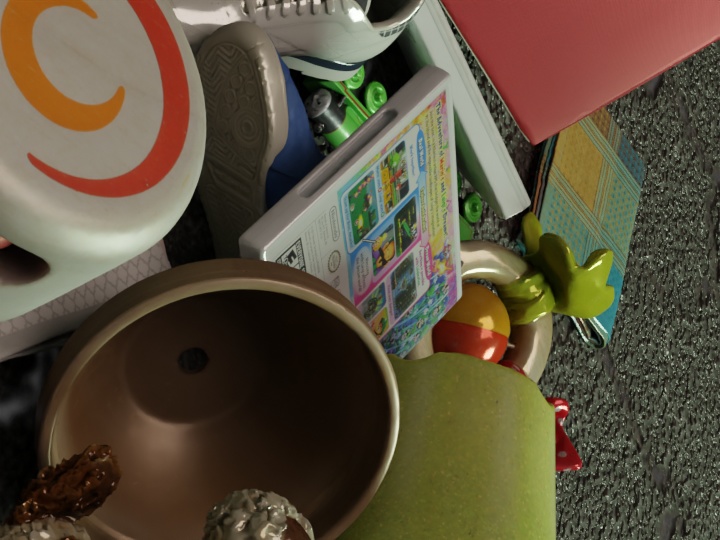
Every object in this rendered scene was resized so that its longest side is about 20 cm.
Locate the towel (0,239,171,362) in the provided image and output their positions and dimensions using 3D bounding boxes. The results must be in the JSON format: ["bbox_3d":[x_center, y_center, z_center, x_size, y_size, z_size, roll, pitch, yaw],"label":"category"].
[{"bbox_3d":[-0.183,-0.052,1.041,0.199,0.032,0.193,-20,98,-56],"label":"towel"}]

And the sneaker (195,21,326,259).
[{"bbox_3d":[-0.043,-0.064,1.188,0.111,0.076,0.202,-30,117,-49],"label":"sneaker"}]

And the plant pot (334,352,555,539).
[{"bbox_3d":[0.043,0.157,1.157,0.200,0.199,0.186,37,55,-44],"label":"plant pot"}]

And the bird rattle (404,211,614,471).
[{"bbox_3d":[0.090,0.054,1.364,0.162,0.113,0.202,18,94,-28],"label":"bird rattle"}]

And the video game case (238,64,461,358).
[{"bbox_3d":[0.000,0.000,1.180,0.182,0.024,0.201,-45,147,-31],"label":"video game case"}]

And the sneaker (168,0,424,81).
[{"bbox_3d":[-0.051,-0.168,1.193,0.199,0.080,0.077,-5,76,-44],"label":"sneaker"}]

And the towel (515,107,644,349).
[{"bbox_3d":[0.185,-0.054,1.578,0.147,0.022,0.201,50,42,-37],"label":"towel"}]

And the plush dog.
[{"bbox_3d":[-0.136,0.192,0.978,0.171,0.160,0.201,34,59,-22],"label":"plush dog"}]

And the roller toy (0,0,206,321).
[{"bbox_3d":[-0.180,-0.073,0.906,0.199,0.139,0.184,-12,80,-51],"label":"roller toy"}]

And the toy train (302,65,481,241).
[{"bbox_3d":[0.021,-0.076,1.333,0.200,0.041,0.057,45,58,-40],"label":"toy train"}]

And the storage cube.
[{"bbox_3d":[0.146,-0.232,1.377,0.200,0.179,0.171,54,12,-33],"label":"storage cube"}]

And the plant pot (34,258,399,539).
[{"bbox_3d":[-0.085,0.070,1.057,0.201,0.200,0.093,52,5,-34],"label":"plant pot"}]

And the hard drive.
[{"bbox_3d":[0.054,-0.144,1.342,0.201,0.026,0.132,62,-2,-23],"label":"hard drive"}]
